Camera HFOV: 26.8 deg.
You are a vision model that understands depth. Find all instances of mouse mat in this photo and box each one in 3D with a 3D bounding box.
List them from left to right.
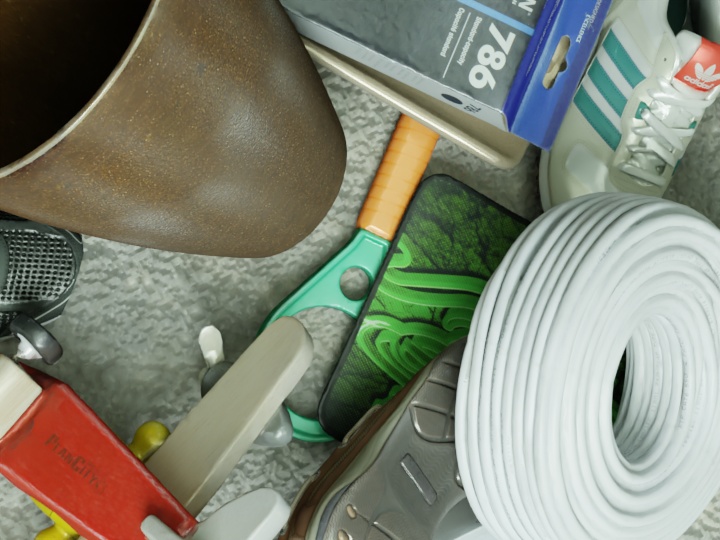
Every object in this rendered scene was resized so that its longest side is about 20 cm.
[{"bbox_3d":[0.089,0.057,0.867,0.199,0.008,0.162,27,82,-15],"label":"mouse mat"}]

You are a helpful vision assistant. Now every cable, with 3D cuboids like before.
[{"bbox_3d":[0.135,0.060,0.798,0.199,0.069,0.202,32,75,-44],"label":"cable"}]

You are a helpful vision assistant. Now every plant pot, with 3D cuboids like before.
[{"bbox_3d":[-0.099,-0.088,0.747,0.200,0.186,0.189,33,78,-49],"label":"plant pot"}]

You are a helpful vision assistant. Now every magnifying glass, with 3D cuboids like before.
[{"bbox_3d":[0.000,0.000,0.853,0.079,0.022,0.202,24,82,-11],"label":"magnifying glass"}]

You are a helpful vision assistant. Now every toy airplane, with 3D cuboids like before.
[{"bbox_3d":[-0.114,0.124,0.762,0.198,0.142,0.201,-9,60,6],"label":"toy airplane"}]

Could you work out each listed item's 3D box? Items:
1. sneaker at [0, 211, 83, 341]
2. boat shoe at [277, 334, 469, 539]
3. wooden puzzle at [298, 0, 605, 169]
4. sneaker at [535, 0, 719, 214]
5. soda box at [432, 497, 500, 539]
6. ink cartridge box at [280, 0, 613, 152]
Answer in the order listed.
[{"bbox_3d":[-0.240,0.000,0.767,0.198,0.086,0.081,-1,89,-13],"label":"sneaker"},{"bbox_3d":[0.022,0.098,0.798,0.200,0.071,0.076,-39,104,-40],"label":"boat shoe"},{"bbox_3d":[0.050,-0.184,0.858,0.184,0.046,0.201,29,83,-9],"label":"wooden puzzle"},{"bbox_3d":[0.162,-0.096,0.849,0.070,0.093,0.202,19,81,-26],"label":"sneaker"},{"bbox_3d":[-0.013,0.188,0.811,0.198,0.064,0.069,-23,110,-13],"label":"soda box"},{"bbox_3d":[0.039,-0.150,0.813,0.198,0.039,0.100,23,84,-10],"label":"ink cartridge box"}]
